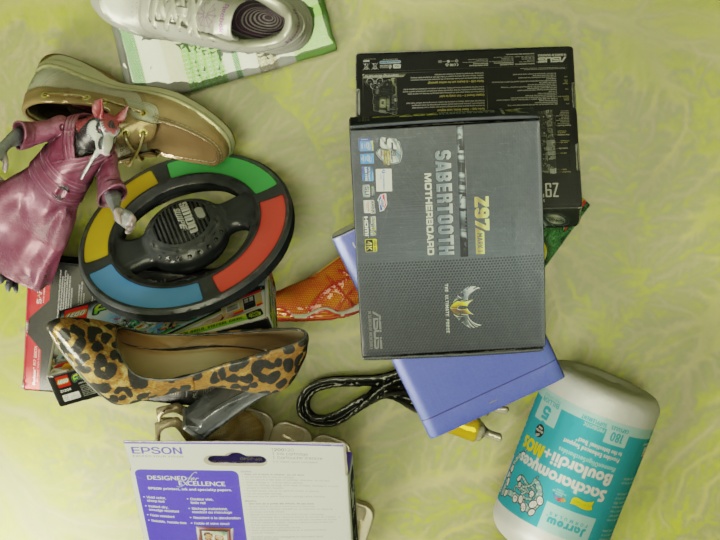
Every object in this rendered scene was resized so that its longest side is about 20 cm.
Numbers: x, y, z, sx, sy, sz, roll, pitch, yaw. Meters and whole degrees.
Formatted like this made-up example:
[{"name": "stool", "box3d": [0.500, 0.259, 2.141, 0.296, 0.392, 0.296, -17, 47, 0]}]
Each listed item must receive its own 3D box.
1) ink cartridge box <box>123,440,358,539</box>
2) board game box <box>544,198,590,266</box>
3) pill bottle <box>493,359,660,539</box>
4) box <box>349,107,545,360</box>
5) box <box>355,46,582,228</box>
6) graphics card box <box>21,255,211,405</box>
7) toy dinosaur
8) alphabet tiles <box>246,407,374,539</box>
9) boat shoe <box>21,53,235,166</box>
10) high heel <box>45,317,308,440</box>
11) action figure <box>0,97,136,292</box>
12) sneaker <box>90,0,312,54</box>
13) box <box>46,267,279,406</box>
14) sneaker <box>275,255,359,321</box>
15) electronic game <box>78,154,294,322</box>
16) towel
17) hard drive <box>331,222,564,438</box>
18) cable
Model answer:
[{"name": "ink cartridge box", "box3d": [-0.102, 0.204, 1.365, 0.196, 0.044, 0.201, 1, 135, 3]}, {"name": "board game box", "box3d": [0.113, -0.016, 1.368, 0.105, 0.023, 0.201, 40, 75, -11]}, {"name": "pill bottle", "box3d": [0.189, 0.192, 1.382, 0.110, 0.111, 0.202, 20, 97, 1]}, {"name": "box", "box3d": [0.072, -0.030, 1.255, 0.156, 0.051, 0.202, -3, 106, 0]}, {"name": "box", "box3d": [0.094, -0.117, 1.351, 0.198, 0.044, 0.162, -2, 69, 3]}, {"name": "graphics card box", "box3d": [-0.212, 0.056, 1.419, 0.198, 0.051, 0.127, 4, 96, 3]}, {"name": "toy dinosaur", "box3d": [-0.137, 0.142, 1.390, 0.100, 0.058, 0.201, -2, 127, -6]}, {"name": "alphabet tiles", "box3d": [-0.092, 0.239, 1.451, 0.198, 0.015, 0.197, 20, 97, 0]}, {"name": "boat shoe", "box3d": [-0.213, -0.130, 1.378, 0.198, 0.074, 0.067, 19, 56, 9]}, {"name": "high heel", "box3d": [-0.143, 0.056, 1.230, 0.142, 0.072, 0.200, -37, 133, 22]}, {"name": "action figure", "box3d": [-0.262, -0.078, 1.343, 0.134, 0.149, 0.200, 39, 112, -13]}, {"name": "sneaker", "box3d": [-0.141, -0.235, 1.333, 0.198, 0.100, 0.076, 8, 100, 1]}, {"name": "box", "box3d": [-0.172, 0.052, 1.335, 0.198, 0.110, 0.035, -15, 120, 3]}, {"name": "sneaker", "box3d": [0.000, 0.000, 1.397, 0.198, 0.073, 0.078, -18, 92, -6]}, {"name": "electronic game", "box3d": [-0.155, -0.033, 1.350, 0.198, 0.201, 0.042, -12, 135, 4]}, {"name": "towel", "box3d": [-0.133, -0.248, 1.395, 0.198, 0.031, 0.151, -13, 98, 2]}, {"name": "hard drive", "box3d": [0.077, 0.031, 1.312, 0.131, 0.025, 0.201, -25, 103, 7]}, {"name": "cable", "box3d": [0.039, 0.107, 1.410, 0.198, 0.050, 0.098, 2, 96, 2]}]
